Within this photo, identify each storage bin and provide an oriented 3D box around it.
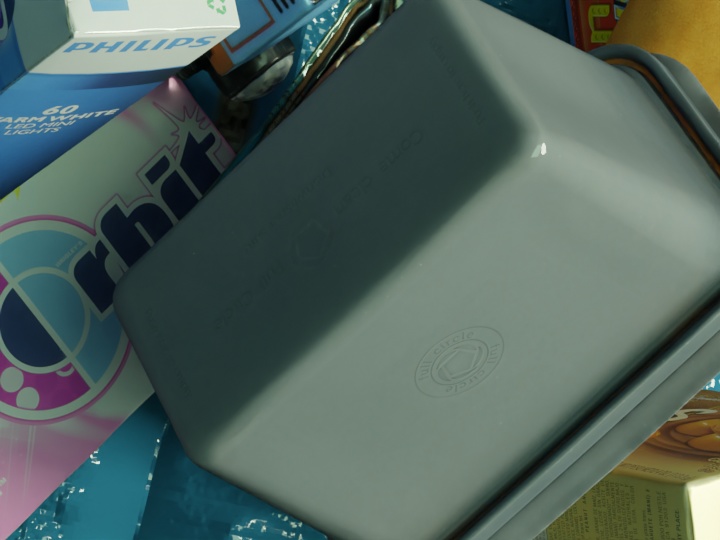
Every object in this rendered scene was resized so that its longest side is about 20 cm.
[{"bbox_3d":[0.019,-0.005,0.937,0.200,0.146,0.134,-42,143,16],"label":"storage bin"}]

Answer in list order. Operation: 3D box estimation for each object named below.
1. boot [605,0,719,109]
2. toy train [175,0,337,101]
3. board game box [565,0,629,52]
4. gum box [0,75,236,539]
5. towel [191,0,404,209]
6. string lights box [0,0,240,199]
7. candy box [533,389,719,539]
[{"bbox_3d":[0.074,-0.020,1.060,0.143,0.071,0.202,-21,136,-37],"label":"boot"},{"bbox_3d":[-0.072,-0.155,0.965,0.087,0.114,0.201,-36,93,-44],"label":"toy train"},{"bbox_3d":[0.152,-0.126,1.097,0.056,0.195,0.202,-13,100,-27],"label":"board game box"},{"bbox_3d":[-0.125,0.005,1.025,0.200,0.066,0.114,-45,115,-19],"label":"gum box"},{"bbox_3d":[0.000,0.000,1.067,0.147,0.022,0.200,-53,148,-14],"label":"towel"},{"bbox_3d":[-0.118,-0.088,0.883,0.059,0.200,0.104,-5,77,-33],"label":"string lights box"},{"bbox_3d":[0.117,0.085,1.093,0.115,0.200,0.056,-10,97,-28],"label":"candy box"}]
